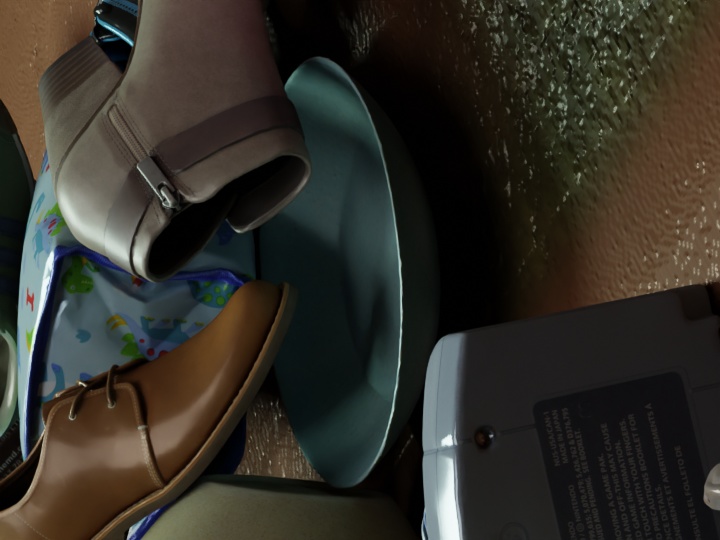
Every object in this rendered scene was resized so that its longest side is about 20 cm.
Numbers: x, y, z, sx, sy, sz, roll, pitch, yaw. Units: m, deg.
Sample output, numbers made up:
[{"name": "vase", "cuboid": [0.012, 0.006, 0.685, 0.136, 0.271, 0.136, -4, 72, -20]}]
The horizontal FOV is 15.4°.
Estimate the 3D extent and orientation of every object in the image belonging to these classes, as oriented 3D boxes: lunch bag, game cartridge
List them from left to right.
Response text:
[{"name": "lunch bag", "cuboid": [-0.119, 0.040, 1.366, 0.170, 0.127, 0.200, -95, 19, -60]}, {"name": "game cartridge", "cuboid": [0.094, 0.114, 1.014, 0.041, 0.133, 0.201, -20, 81, 62]}]

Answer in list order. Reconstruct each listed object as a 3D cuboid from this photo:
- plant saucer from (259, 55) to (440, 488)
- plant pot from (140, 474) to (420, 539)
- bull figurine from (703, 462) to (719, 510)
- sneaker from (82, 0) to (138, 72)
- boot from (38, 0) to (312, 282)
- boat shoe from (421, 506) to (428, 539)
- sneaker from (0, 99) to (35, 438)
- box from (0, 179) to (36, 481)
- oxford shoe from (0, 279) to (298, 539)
[{"name": "plant saucer", "cuboid": [0.000, 0.000, 1.247, 0.201, 0.039, 0.202, 176, 90, -70]}, {"name": "plant pot", "cuboid": [-0.038, 0.167, 1.250, 0.200, 0.200, 0.135, 4, 88, 63]}, {"name": "bull figurine", "cuboid": [0.185, 0.072, 0.882, 0.200, 0.065, 0.122, 23, 143, 53]}, {"name": "sneaker", "cuboid": [-0.102, -0.140, 1.353, 0.073, 0.082, 0.200, 104, 156, -48]}, {"name": "boot", "cuboid": [-0.063, -0.089, 1.235, 0.200, 0.070, 0.146, -45, 49, 7]}, {"name": "boat shoe", "cuboid": [0.065, 0.105, 1.135, 0.200, 0.072, 0.072, -53, 52, 56]}, {"name": "sneaker", "cuboid": [-0.204, 0.003, 1.381, 0.090, 0.067, 0.201, -86, -8, -64]}, {"name": "box", "cuboid": [-0.246, 0.016, 1.550, 0.164, 0.166, 0.200, 46, 171, -32]}, {"name": "oxford shoe", "cuboid": [-0.107, 0.070, 1.247, 0.200, 0.071, 0.071, -46, 16, 17]}]
